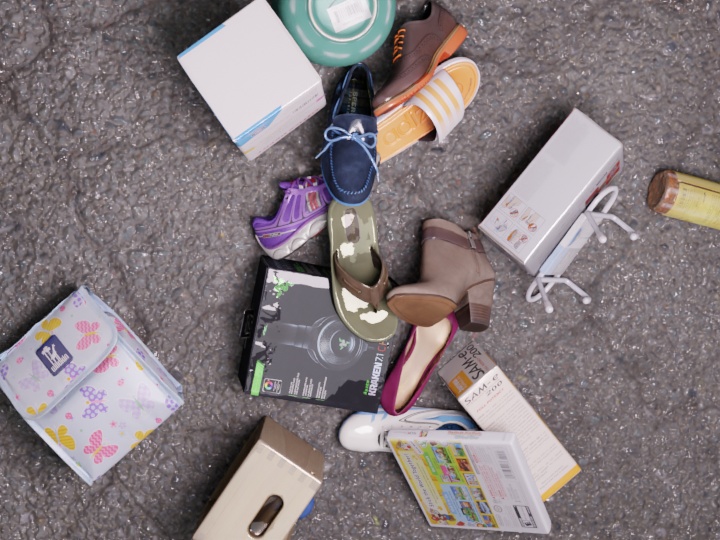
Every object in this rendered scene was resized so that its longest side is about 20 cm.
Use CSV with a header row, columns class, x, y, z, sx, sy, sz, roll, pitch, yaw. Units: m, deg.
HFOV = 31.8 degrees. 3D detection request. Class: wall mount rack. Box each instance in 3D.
class,x,y,z,sx,sy,sz,roll,pitch,yaw
wall mount rack,0.294,-0.016,1.689,0.075,0.173,0.201,42,111,23

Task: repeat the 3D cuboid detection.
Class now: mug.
class,x,y,z,sx,sy,sz,roll,pitch,yaw
mug,-0.026,-0.349,1.590,0.151,0.114,0.186,18,98,-14

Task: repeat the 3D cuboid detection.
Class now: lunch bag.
class,x,y,z,sx,sy,sz,roll,pitch,yaw
lunch bag,-0.353,0.145,1.629,0.169,0.127,0.200,-40,99,-3

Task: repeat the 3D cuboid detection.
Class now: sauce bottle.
class,x,y,z,sx,sy,sz,roll,pitch,yaw
sauce bottle,0.503,-0.089,1.773,0.199,0.066,0.066,15,99,-13

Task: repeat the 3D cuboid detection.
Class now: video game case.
class,x,y,z,sx,sy,sz,roll,pitch,yaw
video game case,0.149,0.287,1.719,0.181,0.023,0.201,-2,134,27

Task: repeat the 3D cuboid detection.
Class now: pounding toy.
class,x,y,z,sx,sy,sz,roll,pitch,yaw
pounding toy,-0.128,0.326,1.693,0.142,0.184,0.201,34,94,-3

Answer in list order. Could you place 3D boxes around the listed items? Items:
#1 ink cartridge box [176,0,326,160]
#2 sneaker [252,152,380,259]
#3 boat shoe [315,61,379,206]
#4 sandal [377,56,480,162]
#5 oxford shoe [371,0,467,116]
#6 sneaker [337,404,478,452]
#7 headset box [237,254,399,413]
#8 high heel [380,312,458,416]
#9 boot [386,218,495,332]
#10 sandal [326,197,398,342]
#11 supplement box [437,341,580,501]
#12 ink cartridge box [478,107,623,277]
class,x,y,z,sx,sy,sz,roll,pitch,yaw
ink cartridge box,-0.130,-0.230,1.564,0.128,0.200,0.126,-36,88,-2
sneaker,-0.059,-0.098,1.652,0.200,0.081,0.084,-38,96,8
boat shoe,-0.017,-0.178,1.598,0.084,0.069,0.201,1,59,-10
sandal,0.081,-0.193,1.664,0.206,0.059,0.079,-38,129,3
oxford shoe,0.060,-0.270,1.616,0.073,0.071,0.200,47,51,-13
sneaker,0.069,0.226,1.754,0.199,0.072,0.072,1,103,-10
headset box,-0.062,0.083,1.686,0.199,0.093,0.175,11,99,-12
high heel,0.093,0.109,1.720,0.067,0.096,0.201,28,95,-15
boot,0.101,-0.001,1.667,0.199,0.147,0.070,19,143,-42
sandal,-0.001,-0.001,1.605,0.079,0.057,0.202,-16,105,-9
supplement box,0.204,0.206,1.747,0.073,0.126,0.200,-40,107,0
ink cartridge box,0.261,-0.097,1.700,0.084,0.176,0.200,40,92,15
